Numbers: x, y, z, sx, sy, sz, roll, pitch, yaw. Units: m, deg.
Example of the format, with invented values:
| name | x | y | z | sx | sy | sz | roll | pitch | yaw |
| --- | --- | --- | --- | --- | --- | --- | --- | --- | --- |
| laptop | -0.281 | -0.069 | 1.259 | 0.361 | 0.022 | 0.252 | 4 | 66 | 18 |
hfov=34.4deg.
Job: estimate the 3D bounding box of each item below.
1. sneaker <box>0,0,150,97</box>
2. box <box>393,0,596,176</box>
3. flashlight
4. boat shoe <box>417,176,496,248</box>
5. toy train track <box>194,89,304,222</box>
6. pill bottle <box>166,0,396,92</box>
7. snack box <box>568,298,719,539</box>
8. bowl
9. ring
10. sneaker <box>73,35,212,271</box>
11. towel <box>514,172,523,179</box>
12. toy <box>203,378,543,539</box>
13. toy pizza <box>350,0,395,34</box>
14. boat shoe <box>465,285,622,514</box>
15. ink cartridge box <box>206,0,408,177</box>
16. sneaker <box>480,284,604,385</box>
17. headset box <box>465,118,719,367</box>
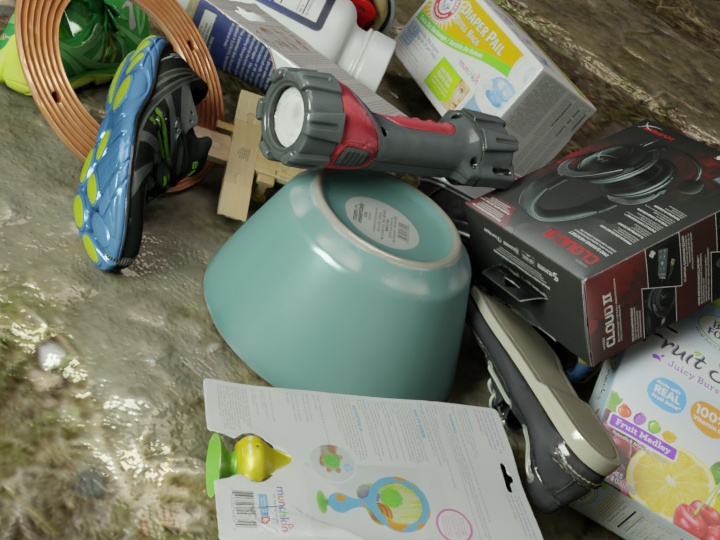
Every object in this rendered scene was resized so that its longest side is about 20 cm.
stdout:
| name | x | y | z | sx | sy | sz | roll | pitch | yaw |
| --- | --- | --- | --- | --- | --- | --- | --- | --- | --- |
| sneaker | -0.224 | -0.200 | 0.952 | 0.073 | 0.084 | 0.200 | 30 | 30 | 3 |
| box | 0.132 | -0.201 | 1.200 | 0.101 | 0.113 | 0.201 | 25 | 25 | -44 |
| flashlight | 0.023 | -0.098 | 0.820 | 0.198 | 0.069 | 0.068 | 0 | 11 | -40 |
| boat shoe | 0.129 | -0.017 | 0.970 | 0.198 | 0.069 | 0.073 | 28 | -6 | -21 |
| toy train track | -0.058 | -0.073 | 0.930 | 0.197 | 0.033 | 0.116 | 17 | 61 | -16 |
| pill bottle | -0.071 | -0.220 | 1.083 | 0.198 | 0.112 | 0.111 | 26 | 30 | -5 |
| snack box | 0.238 | 0.109 | 0.840 | 0.141 | 0.053 | 0.201 | 31 | 53 | 1 |
| bowl | 0.000 | 0.000 | 0.821 | 0.198 | 0.106 | 0.202 | 22 | 30 | -13 |
| ring | -0.183 | -0.152 | 0.896 | 0.199 | 0.019 | 0.203 | 28 | 51 | -43 |
| sneaker | -0.146 | -0.083 | 0.825 | 0.082 | 0.071 | 0.202 | 31 | 45 | -25 |
| towel | 0.144 | -0.066 | 1.042 | 0.145 | 0.030 | 0.200 | 26 | 6 | -8 |
| toy | 0.002 | 0.127 | 0.691 | 0.197 | 0.048 | 0.116 | 11 | 38 | -22 |
| toy pizza | -0.061 | -0.277 | 1.136 | 0.198 | 0.200 | 0.032 | 25 | 68 | -6 |
| boat shoe | 0.107 | 0.083 | 0.801 | 0.072 | 0.063 | 0.201 | 29 | 19 | -33 |
| ink cartridge box | -0.039 | -0.146 | 0.949 | 0.199 | 0.050 | 0.161 | 35 | 14 | 3 |
| sneaker | 0.187 | 0.061 | 0.930 | 0.197 | 0.075 | 0.091 | 15 | 41 | -11 |
| headset box | 0.184 | -0.023 | 0.855 | 0.198 | 0.078 | 0.149 | -24 | 33 | -19 |
